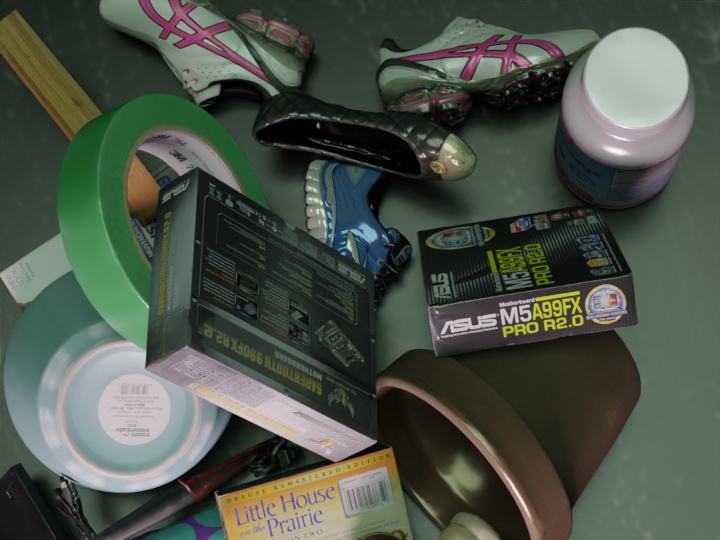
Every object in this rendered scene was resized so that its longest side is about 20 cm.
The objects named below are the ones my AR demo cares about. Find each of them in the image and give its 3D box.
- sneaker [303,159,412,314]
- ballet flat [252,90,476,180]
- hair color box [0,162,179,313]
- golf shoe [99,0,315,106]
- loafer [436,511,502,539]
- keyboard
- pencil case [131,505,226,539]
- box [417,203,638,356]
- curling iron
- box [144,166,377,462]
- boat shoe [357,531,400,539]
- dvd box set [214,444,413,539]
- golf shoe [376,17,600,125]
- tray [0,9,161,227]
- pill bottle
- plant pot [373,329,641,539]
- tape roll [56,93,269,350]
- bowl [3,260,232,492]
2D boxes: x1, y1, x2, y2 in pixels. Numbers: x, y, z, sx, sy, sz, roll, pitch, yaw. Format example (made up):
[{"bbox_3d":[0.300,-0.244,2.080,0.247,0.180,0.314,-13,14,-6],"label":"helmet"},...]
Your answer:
[{"bbox_3d":[0.000,0.000,1.395,0.088,0.079,0.202,-4,77,6],"label":"sneaker"},{"bbox_3d":[0.003,-0.104,1.386,0.198,0.067,0.057,14,49,20],"label":"ballet flat"},{"bbox_3d":[-0.196,-0.003,1.418,0.199,0.064,0.111,-34,78,-2],"label":"hair color box"},{"bbox_3d":[-0.145,-0.197,1.451,0.198,0.073,0.093,19,81,8],"label":"golf shoe"},{"bbox_3d":[0.100,0.289,1.296,0.068,0.076,0.201,-29,104,-22],"label":"loafer"},{"bbox_3d":[-0.239,0.247,1.356,0.127,0.021,0.201,-44,75,39],"label":"keyboard"},{"bbox_3d":[-0.087,0.231,1.345,0.198,0.086,0.093,-19,33,0],"label":"pencil case"},{"bbox_3d":[0.130,0.004,1.326,0.159,0.200,0.045,-8,108,3],"label":"box"},{"bbox_3d":[-0.135,0.180,1.349,0.199,0.049,0.026,-23,93,-26],"label":"curling iron"},{"bbox_3d":[-0.070,0.036,1.242,0.048,0.199,0.160,-28,48,35],"label":"box"},{"bbox_3d":[0.025,0.302,1.246,0.071,0.068,0.202,-2,91,-15],"label":"boat shoe"},{"bbox_3d":[-0.023,0.252,1.284,0.145,0.029,0.202,-15,94,-14],"label":"dvd box set"},{"bbox_3d":[0.111,-0.185,1.421,0.198,0.073,0.093,-13,76,2],"label":"golf shoe"},{"bbox_3d":[-0.240,-0.130,1.393,0.037,0.099,0.200,-40,54,-5],"label":"tray"},{"bbox_3d":[0.216,-0.125,1.342,0.108,0.200,0.110,-1,77,4],"label":"pill bottle"},{"bbox_3d":[0.131,0.117,1.318,0.174,0.201,0.200,-37,77,-23],"label":"plant pot"},{"bbox_3d":[-0.147,-0.036,1.279,0.048,0.200,0.202,-19,74,35],"label":"tape roll"},{"bbox_3d":[-0.191,0.098,1.333,0.199,0.105,0.203,-2,101,-10],"label":"bowl"}]
